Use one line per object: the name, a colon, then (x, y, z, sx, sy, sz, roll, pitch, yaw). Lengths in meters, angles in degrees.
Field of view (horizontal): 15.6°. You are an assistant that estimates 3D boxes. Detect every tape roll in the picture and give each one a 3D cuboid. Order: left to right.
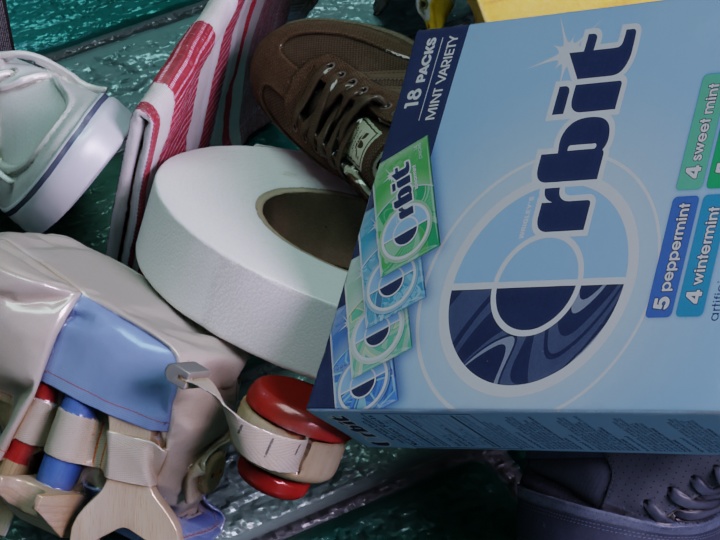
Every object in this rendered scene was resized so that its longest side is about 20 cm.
tape roll: (0.000, 0.000, 1.153, 0.202, 0.037, 0.203, 15, 19, -5)

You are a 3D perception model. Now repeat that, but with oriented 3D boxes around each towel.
towel: (-0.072, -0.077, 1.245, 0.023, 0.144, 0.200, 21, 42, 7)

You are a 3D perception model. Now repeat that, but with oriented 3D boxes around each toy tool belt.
toy tool belt: (-0.101, 0.073, 1.101, 0.200, 0.123, 0.125, 28, 15, 27)

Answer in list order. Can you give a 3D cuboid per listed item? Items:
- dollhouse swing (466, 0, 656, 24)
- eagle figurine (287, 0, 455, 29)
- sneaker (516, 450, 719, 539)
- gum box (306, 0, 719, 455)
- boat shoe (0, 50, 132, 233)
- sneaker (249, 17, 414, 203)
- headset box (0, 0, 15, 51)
dollhouse swing: (0.123, -0.112, 1.192, 0.181, 0.176, 0.201, -16, 76, -12)
eagle figurine: (0.029, -0.185, 1.323, 0.200, 0.152, 0.151, 1, 54, 47)
sneaker: (0.140, 0.089, 0.990, 0.077, 0.147, 0.202, 3, 3, -45)
gum box: (0.086, -0.017, 0.986, 0.200, 0.045, 0.170, -3, 63, 41)
boat shoe: (-0.165, -0.073, 1.223, 0.075, 0.086, 0.202, -51, 15, -5)
sneaker: (0.015, -0.063, 1.161, 0.200, 0.071, 0.075, 32, 12, 32)
headset box: (-0.281, -0.143, 1.350, 0.200, 0.149, 0.077, 18, 43, 28)
